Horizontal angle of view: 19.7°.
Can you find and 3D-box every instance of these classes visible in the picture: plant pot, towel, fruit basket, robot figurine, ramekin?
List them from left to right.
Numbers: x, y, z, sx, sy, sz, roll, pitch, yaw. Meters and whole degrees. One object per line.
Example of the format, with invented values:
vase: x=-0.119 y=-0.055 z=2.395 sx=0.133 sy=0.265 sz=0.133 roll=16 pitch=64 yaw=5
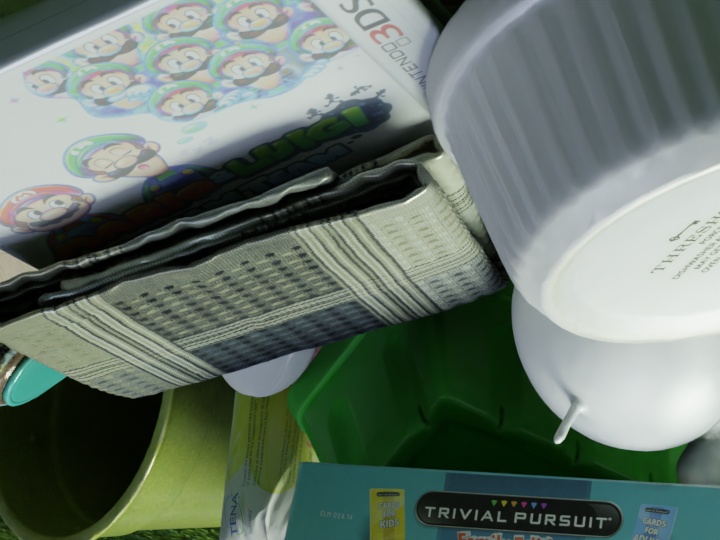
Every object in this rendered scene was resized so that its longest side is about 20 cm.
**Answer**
plant pot: x=-0.110 y=0.092 z=1.339 sx=0.189 sy=0.201 sz=0.200 roll=16 pitch=165 yaw=-41
towel: x=-0.042 y=0.002 z=0.859 sx=0.192 sy=0.035 sz=0.200 roll=-17 pitch=166 yaw=8
fruit basket: x=0.070 y=0.063 z=1.072 sx=0.215 sy=0.216 sz=0.156 roll=24 pitch=124 yaw=-22
robot figurine: x=0.145 y=0.009 z=0.901 sx=0.200 sy=0.170 sz=0.113 roll=-21 pitch=-176 yaw=-40
ramekin: x=0.129 y=-0.049 z=0.742 sx=0.201 sy=0.095 sz=0.203 roll=-12 pitch=156 yaw=-5

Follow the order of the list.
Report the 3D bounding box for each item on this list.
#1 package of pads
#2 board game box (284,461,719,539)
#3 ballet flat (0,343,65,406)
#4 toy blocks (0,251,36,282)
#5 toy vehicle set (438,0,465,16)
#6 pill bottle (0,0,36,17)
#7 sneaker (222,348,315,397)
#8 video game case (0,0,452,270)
package of pads: x=-0.015 y=0.092 z=1.198 sx=0.068 sy=0.201 sz=0.155 roll=-6 pitch=154 yaw=23
board game box: x=0.082 y=0.142 z=0.942 sx=0.199 sy=0.047 sz=0.151 roll=2 pitch=152 yaw=16
ballet flat: x=-0.160 y=0.013 z=1.159 sx=0.074 sy=0.075 sz=0.200 roll=3 pitch=-159 yaw=31
toy blocks: x=-0.228 y=-0.060 z=1.008 sx=0.136 sy=0.100 sz=0.201 roll=-3 pitch=129 yaw=14
toy vehicle set: x=0.000 y=-0.085 z=0.799 sx=0.199 sy=0.027 sz=0.124 roll=-2 pitch=154 yaw=-31
pill bottle: x=-0.110 y=-0.106 z=0.863 sx=0.110 sy=0.111 sz=0.200 roll=12 pitch=160 yaw=10
sneaker: x=-0.070 y=0.007 z=0.974 sx=0.075 sy=0.088 sz=0.200 roll=50 pitch=157 yaw=24
video game case: x=-0.064 y=-0.058 z=0.754 sx=0.199 sy=0.024 sz=0.182 roll=-22 pitch=157 yaw=16
